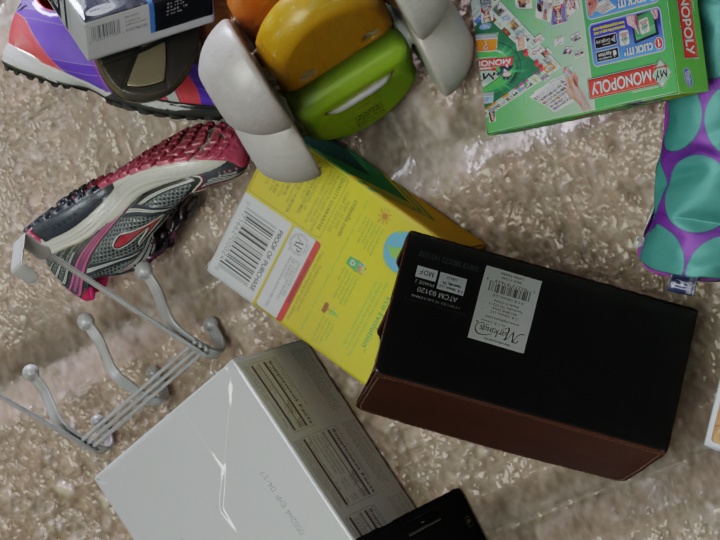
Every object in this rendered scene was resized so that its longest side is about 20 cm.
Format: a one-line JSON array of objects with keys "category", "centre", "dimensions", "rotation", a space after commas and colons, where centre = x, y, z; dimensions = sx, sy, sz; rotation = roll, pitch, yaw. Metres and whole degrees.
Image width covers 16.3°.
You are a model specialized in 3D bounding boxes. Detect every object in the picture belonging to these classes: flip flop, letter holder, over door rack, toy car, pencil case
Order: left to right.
[{"category": "over door rack", "centre": [-0.219, 0.048, 1.841], "dimensions": [0.148, 0.199, 0.067], "rotation": [-41, 44, 26]}, {"category": "flip flop", "centre": [-0.167, -0.179, 1.803], "dimensions": [0.200, 0.080, 0.058], "rotation": [-118, 24, -47]}, {"category": "toy car", "centre": [-0.030, -0.169, 1.701], "dimensions": [0.174, 0.200, 0.150], "rotation": [-33, 66, 1]}, {"category": "letter holder", "centre": [0.108, 0.063, 1.692], "dimensions": [0.198, 0.142, 0.101], "rotation": [15, 74, -2]}, {"category": "pencil case", "centre": [0.227, -0.089, 1.638], "dimensions": [0.092, 0.085, 0.202], "rotation": [4, 99, 12]}]

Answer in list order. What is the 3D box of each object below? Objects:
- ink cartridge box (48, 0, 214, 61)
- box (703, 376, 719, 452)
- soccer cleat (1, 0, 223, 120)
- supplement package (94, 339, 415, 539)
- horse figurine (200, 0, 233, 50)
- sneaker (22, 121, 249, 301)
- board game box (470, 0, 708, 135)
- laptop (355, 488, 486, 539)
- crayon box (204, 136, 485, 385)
[{"category": "ink cartridge box", "centre": [-0.187, -0.231, 1.781], "dimensions": [0.200, 0.099, 0.039], "rotation": [53, 156, 40]}, {"category": "box", "centre": [0.335, 0.039, 1.596], "dimensions": [0.175, 0.096, 0.202], "rotation": [19, 105, 26]}, {"category": "soccer cleat", "centre": [-0.175, -0.159, 1.848], "dimensions": [0.199, 0.068, 0.074], "rotation": [18, 98, 26]}, {"category": "supplement package", "centre": [-0.063, 0.180, 1.810], "dimensions": [0.156, 0.111, 0.201], "rotation": [-39, 79, 25]}, {"category": "horse figurine", "centre": [-0.097, -0.247, 1.803], "dimensions": [0.132, 0.050, 0.201], "rotation": [-35, 85, 22]}, {"category": "sneaker", "centre": [-0.155, -0.047, 1.851], "dimensions": [0.199, 0.081, 0.075], "rotation": [-27, 101, 34]}, {"category": "board game box", "centre": [0.144, -0.169, 1.647], "dimensions": [0.199, 0.029, 0.136], "rotation": [-8, 90, 55]}, {"category": "laptop", "centre": [0.110, 0.235, 1.692], "dimensions": [0.103, 0.177, 0.201], "rotation": [-30, 83, 26]}, {"category": "crayon box", "centre": [0.000, 0.000, 1.786], "dimensions": [0.199, 0.051, 0.128], "rotation": [36, 111, 19]}]
